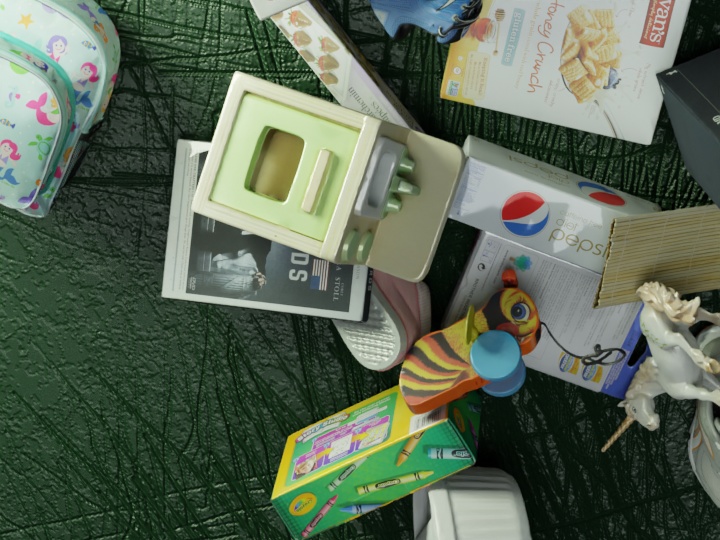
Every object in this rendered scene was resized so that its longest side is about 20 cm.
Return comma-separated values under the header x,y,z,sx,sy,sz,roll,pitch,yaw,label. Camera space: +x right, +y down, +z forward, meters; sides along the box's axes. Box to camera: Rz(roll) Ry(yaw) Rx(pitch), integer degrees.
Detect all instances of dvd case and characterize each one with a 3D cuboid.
x,y,z,sx,sy,sz,roll,pitch,yaw,label
-0.082,-0.038,1.680,0.198,0.025,0.152,6,91,17,dvd case

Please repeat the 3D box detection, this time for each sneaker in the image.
x,y,z,sx,sy,sz,roll,pitch,yaw,label
0.090,-0.248,1.566,0.199,0.078,0.090,-13,103,45,sneaker
0.000,0.000,1.726,0.075,0.104,0.201,-34,78,26,sneaker
0.352,0.157,1.749,0.075,0.092,0.201,-8,113,7,sneaker

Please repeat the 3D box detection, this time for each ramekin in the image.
x,y,z,sx,sy,sz,roll,pitch,yaw,label
0.111,0.283,1.771,0.093,0.203,0.204,-6,113,-5,ramekin

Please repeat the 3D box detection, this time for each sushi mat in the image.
x,y,z,sx,sy,sz,roll,pitch,yaw,label
0.306,-0.018,1.666,0.199,0.012,0.096,-8,122,-24,sushi mat

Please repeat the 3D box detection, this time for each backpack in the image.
x,y,z,sx,sy,sz,roll,pitch,yaw,label
-0.314,-0.166,1.632,0.177,0.151,0.201,28,108,-7,backpack

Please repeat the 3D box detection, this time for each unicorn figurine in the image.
x,y,z,sx,sy,sz,roll,pitch,yaw,label
0.291,0.089,1.668,0.137,0.074,0.201,22,129,43,unicorn figurine

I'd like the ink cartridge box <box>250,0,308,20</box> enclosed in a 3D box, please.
x,y,z,sx,sy,sz,roll,pitch,yaw,label
-0.022,-0.329,1.535,0.199,0.145,0.148,-21,111,13,ink cartridge box

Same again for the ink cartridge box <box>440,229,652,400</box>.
x,y,z,sx,sy,sz,roll,pitch,yaw,label
0.188,0.039,1.738,0.199,0.042,0.120,21,115,-2,ink cartridge box

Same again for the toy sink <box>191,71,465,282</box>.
x,y,z,sx,sy,sz,roll,pitch,yaw,label
-0.027,-0.080,1.594,0.199,0.112,0.131,21,95,15,toy sink

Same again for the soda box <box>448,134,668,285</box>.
x,y,z,sx,sy,sz,roll,pitch,yaw,label
0.180,-0.055,1.682,0.199,0.068,0.064,20,112,-5,soda box

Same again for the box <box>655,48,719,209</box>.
x,y,z,sx,sy,sz,roll,pitch,yaw,label
0.374,-0.128,1.548,0.181,0.200,0.105,-22,115,2,box

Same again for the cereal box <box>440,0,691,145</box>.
x,y,z,sx,sy,sz,roll,pitch,yaw,label
0.183,-0.204,1.633,0.198,0.040,0.145,12,113,-1,cereal box

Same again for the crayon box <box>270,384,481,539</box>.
x,y,z,sx,sy,sz,roll,pitch,yaw,label
0.016,0.173,1.761,0.199,0.119,0.058,-26,110,18,crayon box

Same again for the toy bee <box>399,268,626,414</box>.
x,y,z,sx,sy,sz,roll,pitch,yaw,label
0.126,0.060,1.684,0.198,0.109,0.131,-7,157,-15,toy bee

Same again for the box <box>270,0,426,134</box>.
x,y,z,sx,sy,sz,roll,pitch,yaw,label
-0.012,-0.179,1.657,0.039,0.041,0.200,-35,106,17,box
